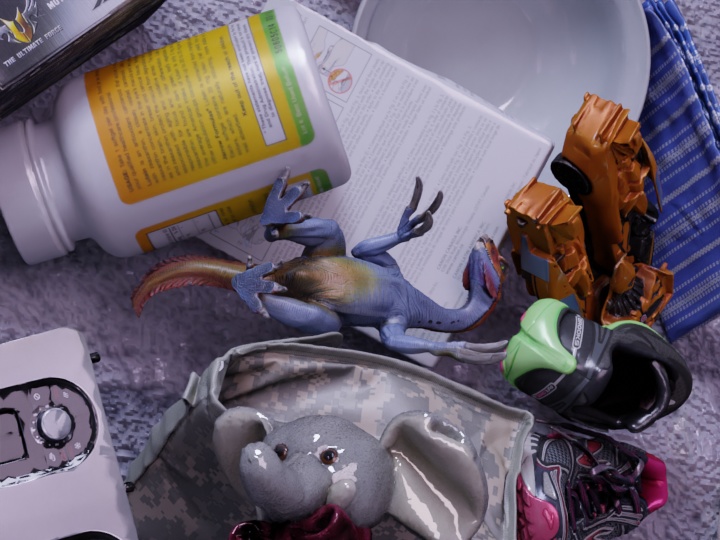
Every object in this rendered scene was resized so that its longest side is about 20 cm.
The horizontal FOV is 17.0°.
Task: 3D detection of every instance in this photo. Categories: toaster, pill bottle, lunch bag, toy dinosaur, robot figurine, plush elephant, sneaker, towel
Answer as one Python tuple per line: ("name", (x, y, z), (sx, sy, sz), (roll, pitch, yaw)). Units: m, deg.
("toaster", (-0.202, 0.138, 1.289), (0.118, 0.200, 0.182), (-12, 84, -27))
("pill bottle", (-0.114, -0.074, 1.416), (0.199, 0.111, 0.112), (-19, 78, 0))
("lunch bag", (-0.028, 0.119, 1.378), (0.199, 0.164, 0.118), (22, 52, -15))
("toy dinosaur", (0.000, 0.000, 1.432), (0.181, 0.199, 0.106), (26, 69, -53))
("robot figurine", (0.148, -0.010, 1.521), (0.058, 0.200, 0.145), (24, 65, 31))
("plush elephant", (-0.022, 0.142, 1.216), (0.200, 0.164, 0.156), (-5, 85, -67))
("sneaker", (0.133, 0.130, 1.449), (0.200, 0.074, 0.081), (-16, 105, -72))
("towel", (0.201, -0.065, 1.584), (0.024, 0.145, 0.201), (-14, 77, -26))
("sneaker", (0.155, 0.072, 1.460), (0.084, 0.077, 0.200), (35, 12, 29))

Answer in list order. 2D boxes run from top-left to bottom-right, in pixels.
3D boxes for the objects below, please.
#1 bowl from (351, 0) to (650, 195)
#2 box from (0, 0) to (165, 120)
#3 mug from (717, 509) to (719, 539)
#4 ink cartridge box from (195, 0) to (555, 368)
("bowl", (0.080, -0.137, 1.563), (0.199, 0.090, 0.203), (-2, 100, -12))
("box", (-0.179, -0.147, 1.418), (0.200, 0.158, 0.048), (-39, 94, -32))
("mug", (0.343, 0.191, 1.555), (0.199, 0.134, 0.178), (29, 31, -10))
("ink cartridge box", (-0.002, -0.057, 1.499), (0.199, 0.057, 0.163), (29, 94, 1))
